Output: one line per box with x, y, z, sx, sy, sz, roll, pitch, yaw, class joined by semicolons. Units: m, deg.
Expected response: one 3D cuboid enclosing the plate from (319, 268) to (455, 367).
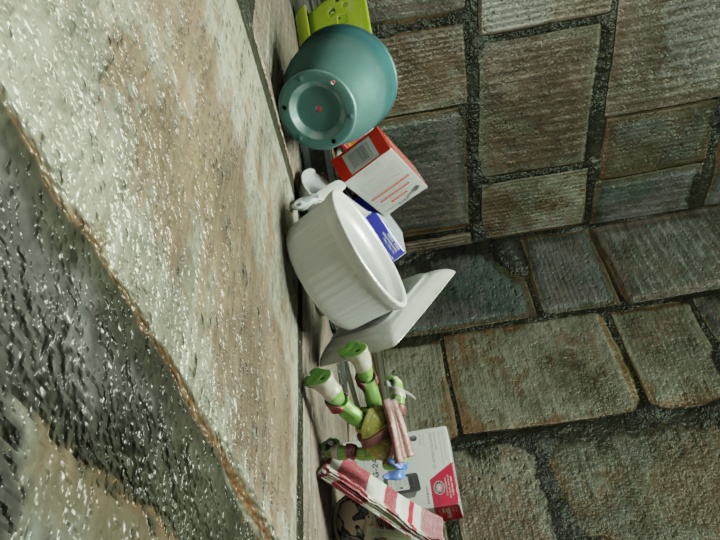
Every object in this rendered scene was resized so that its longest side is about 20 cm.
0.036;0.069;1.042;0.032;0.200;0.200;54;50;-11;plate

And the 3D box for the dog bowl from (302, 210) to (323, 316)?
-0.059;-0.018;1.185;0.200;0.059;0.201;-9;90;-86;dog bowl

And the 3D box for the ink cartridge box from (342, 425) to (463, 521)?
0.072;0.376;1.150;0.083;0.199;0.146;70;11;-52;ink cartridge box

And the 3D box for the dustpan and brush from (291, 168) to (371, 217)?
-0.068;-0.123;1.103;0.200;0.139;0.057;-41;165;-51;dustpan and brush

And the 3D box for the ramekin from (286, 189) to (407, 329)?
-0.023;-0.010;0.949;0.201;0.098;0.201;54;13;-19;ramekin

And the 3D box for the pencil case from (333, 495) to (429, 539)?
0.040;0.393;0.984;0.200;0.089;0.078;33;67;-47;pencil case

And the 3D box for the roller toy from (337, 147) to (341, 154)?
-0.038;-0.287;1.548;0.182;0.139;0.201;178;-100;-83;roller toy

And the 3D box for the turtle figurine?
-0.006;0.203;0.946;0.200;0.144;0.194;-92;157;-67;turtle figurine

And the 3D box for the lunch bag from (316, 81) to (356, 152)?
-0.058;-0.349;1.375;0.200;0.082;0.176;54;8;-15;lunch bag

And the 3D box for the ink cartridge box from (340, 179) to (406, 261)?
0.027;-0.119;1.359;0.200;0.041;0.200;53;13;-16;ink cartridge box

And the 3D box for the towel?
0.035;0.330;0.930;0.023;0.200;0.144;-58;173;-3;towel

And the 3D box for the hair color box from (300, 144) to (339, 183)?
-0.079;-0.221;1.356;0.200;0.060;0.099;-70;151;-82;hair color box

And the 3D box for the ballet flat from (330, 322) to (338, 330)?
-0.019;0.114;1.380;0.200;0.071;0.069;68;13;-76;ballet flat

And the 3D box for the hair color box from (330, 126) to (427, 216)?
0.041;-0.187;1.245;0.200;0.111;0.064;31;28;-60;hair color box

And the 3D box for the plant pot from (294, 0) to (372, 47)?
-0.057;-0.559;1.602;0.199;0.181;0.201;37;44;-84;plant pot

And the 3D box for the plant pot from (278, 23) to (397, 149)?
-0.049;-0.302;1.106;0.188;0.200;0.200;-68;152;-56;plant pot
